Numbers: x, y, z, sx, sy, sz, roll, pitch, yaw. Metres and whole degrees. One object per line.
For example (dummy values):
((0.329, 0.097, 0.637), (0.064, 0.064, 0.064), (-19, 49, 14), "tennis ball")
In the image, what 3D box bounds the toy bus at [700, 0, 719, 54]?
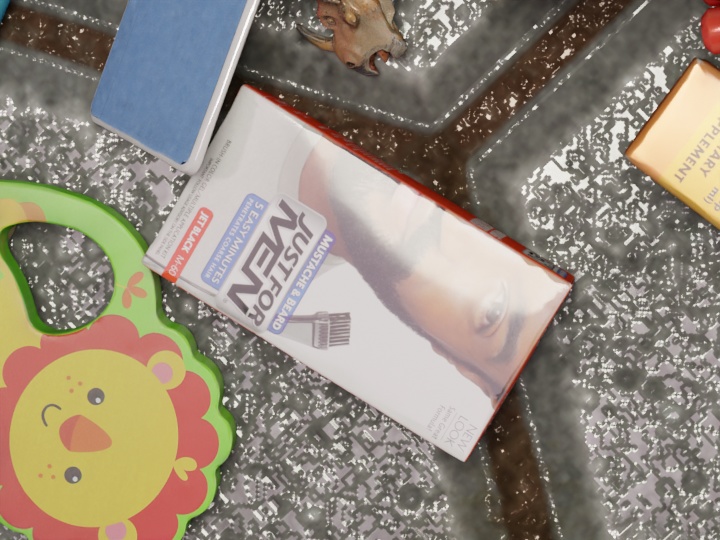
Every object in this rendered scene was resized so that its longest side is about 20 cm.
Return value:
((0.261, -0.109, 0.891), (0.192, 0.136, 0.200), (-9, 64, 14), "toy bus")

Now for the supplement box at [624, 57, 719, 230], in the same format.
((0.232, -0.025, 0.956), (0.200, 0.069, 0.067), (36, 100, 3), "supplement box")

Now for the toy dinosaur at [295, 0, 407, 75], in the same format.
((-0.006, -0.214, 0.979), (0.135, 0.086, 0.200), (-20, 74, 40), "toy dinosaur")

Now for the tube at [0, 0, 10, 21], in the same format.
((-0.233, -0.125, 1.034), (0.077, 0.050, 0.200), (33, 101, 23), "tube")

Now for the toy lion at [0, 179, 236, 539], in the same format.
((-0.159, 0.058, 1.029), (0.191, 0.069, 0.200), (11, 94, 1), "toy lion")

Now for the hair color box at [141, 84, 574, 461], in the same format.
((0.000, 0.000, 0.995), (0.200, 0.064, 0.111), (31, 96, 5), "hair color box")

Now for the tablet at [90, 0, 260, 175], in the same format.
((-0.080, -0.157, 0.981), (0.014, 0.130, 0.200), (16, 98, -35), "tablet")
